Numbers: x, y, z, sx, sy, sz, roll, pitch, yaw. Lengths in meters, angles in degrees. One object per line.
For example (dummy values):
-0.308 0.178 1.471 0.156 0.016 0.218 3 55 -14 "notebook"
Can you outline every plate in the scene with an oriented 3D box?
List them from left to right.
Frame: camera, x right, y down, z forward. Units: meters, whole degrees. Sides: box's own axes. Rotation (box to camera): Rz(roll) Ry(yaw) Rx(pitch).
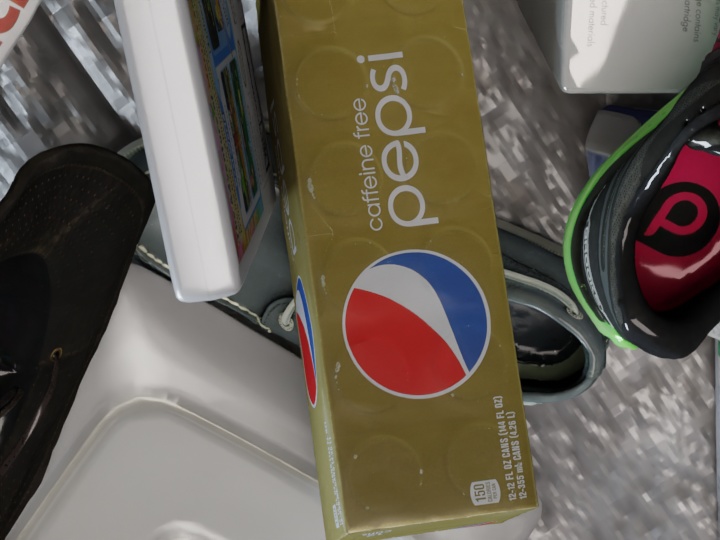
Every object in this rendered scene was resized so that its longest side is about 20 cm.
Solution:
-0.061 0.121 0.901 0.199 0.032 0.200 30 112 -14 "plate"

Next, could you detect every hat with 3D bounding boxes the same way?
-0.152 0.031 0.770 0.081 0.200 0.201 31 107 14 "hat"

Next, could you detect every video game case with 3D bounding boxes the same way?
-0.060 -0.104 0.736 0.024 0.182 0.201 -10 99 3 "video game case"

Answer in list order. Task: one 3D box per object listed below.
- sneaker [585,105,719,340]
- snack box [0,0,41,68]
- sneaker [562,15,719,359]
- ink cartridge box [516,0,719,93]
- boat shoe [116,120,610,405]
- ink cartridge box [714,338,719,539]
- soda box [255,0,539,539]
0.189 -0.030 0.856 0.198 0.115 0.081 15 139 22 "sneaker"
-0.144 -0.029 0.685 0.024 0.072 0.201 31 96 -22 "snack box"
0.134 -0.055 0.714 0.076 0.084 0.201 22 110 -13 "sneaker"
0.160 -0.107 0.804 0.198 0.116 0.068 0 111 -4 "ink cartridge box"
0.000 0.000 0.859 0.199 0.062 0.073 18 111 -9 "boat shoe"
0.222 0.102 0.922 0.160 0.050 0.201 -5 108 -2 "ink cartridge box"
0.010 -0.010 0.807 0.067 0.064 0.202 -7 80 -7 "soda box"
